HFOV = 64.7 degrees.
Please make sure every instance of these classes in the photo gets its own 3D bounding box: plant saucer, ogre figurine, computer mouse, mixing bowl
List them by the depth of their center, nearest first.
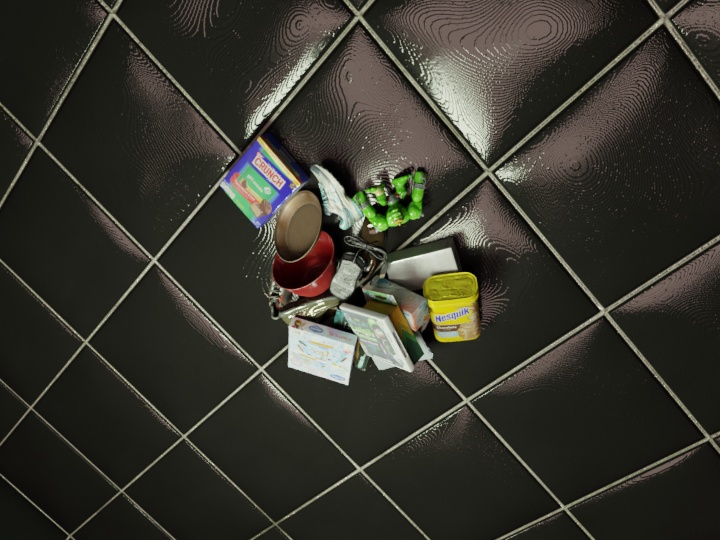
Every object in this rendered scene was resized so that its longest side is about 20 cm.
[{"bbox_3d":[0.091,-0.179,1.512,0.195,0.098,0.123,-22,99,-13],"label":"ogre figurine"},{"bbox_3d":[0.000,0.000,1.560,0.137,0.046,0.204,20,118,1],"label":"computer mouse"},{"bbox_3d":[-0.166,-0.119,1.586,0.199,0.204,0.036,-39,142,28],"label":"plant saucer"},{"bbox_3d":[-0.143,-0.004,1.621,0.195,0.205,0.109,-11,142,20],"label":"mixing bowl"}]

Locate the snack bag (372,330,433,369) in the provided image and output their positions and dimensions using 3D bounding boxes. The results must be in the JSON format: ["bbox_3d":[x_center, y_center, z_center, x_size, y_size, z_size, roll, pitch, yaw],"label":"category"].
[{"bbox_3d":[0.093,0.196,1.647,0.196,0.022,0.191,-17,115,30],"label":"snack bag"}]

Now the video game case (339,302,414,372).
[{"bbox_3d":[0.042,0.177,1.525,0.198,0.023,0.185,12,136,53],"label":"video game case"}]

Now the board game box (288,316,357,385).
[{"bbox_3d":[-0.114,0.236,1.656,0.194,0.042,0.203,16,137,6],"label":"board game box"}]

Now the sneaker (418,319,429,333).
[{"bbox_3d":[0.116,0.152,1.667,0.114,0.076,0.200,39,121,-8],"label":"sneaker"}]

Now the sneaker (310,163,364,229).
[{"bbox_3d":[-0.077,-0.197,1.536,0.086,0.078,0.201,-40,104,1],"label":"sneaker"}]

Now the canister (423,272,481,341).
[{"bbox_3d":[0.257,0.106,1.559,0.144,0.088,0.202,-7,139,12],"label":"canister"}]

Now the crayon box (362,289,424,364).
[{"bbox_3d":[0.077,0.152,1.523,0.124,0.051,0.203,10,135,55],"label":"crayon box"}]

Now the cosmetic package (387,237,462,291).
[{"bbox_3d":[0.174,-0.011,1.577,0.195,0.072,0.104,-13,113,20],"label":"cosmetic package"}]

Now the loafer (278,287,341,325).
[{"bbox_3d":[-0.138,0.110,1.647,0.195,0.076,0.071,-19,112,13],"label":"loafer"}]

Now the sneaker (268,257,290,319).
[{"bbox_3d":[-0.242,0.060,1.719,0.075,0.082,0.206,8,116,11],"label":"sneaker"}]

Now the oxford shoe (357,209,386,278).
[{"bbox_3d":[0.029,-0.069,1.585,0.070,0.085,0.206,10,115,12],"label":"oxford shoe"}]

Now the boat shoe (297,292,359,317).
[{"bbox_3d":[-0.095,0.101,1.712,0.194,0.077,0.074,-6,145,18],"label":"boat shoe"}]

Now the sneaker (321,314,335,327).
[{"bbox_3d":[-0.105,0.188,1.739,0.071,0.081,0.200,34,122,-14],"label":"sneaker"}]

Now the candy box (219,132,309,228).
[{"bbox_3d":[-0.268,-0.248,1.585,0.199,0.077,0.170,-40,96,26],"label":"candy box"}]

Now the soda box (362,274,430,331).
[{"bbox_3d":[0.096,0.086,1.544,0.198,0.068,0.065,26,145,43],"label":"soda box"}]

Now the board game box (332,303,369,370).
[{"bbox_3d":[-0.024,0.198,1.657,0.132,0.028,0.204,18,128,2],"label":"board game box"}]
